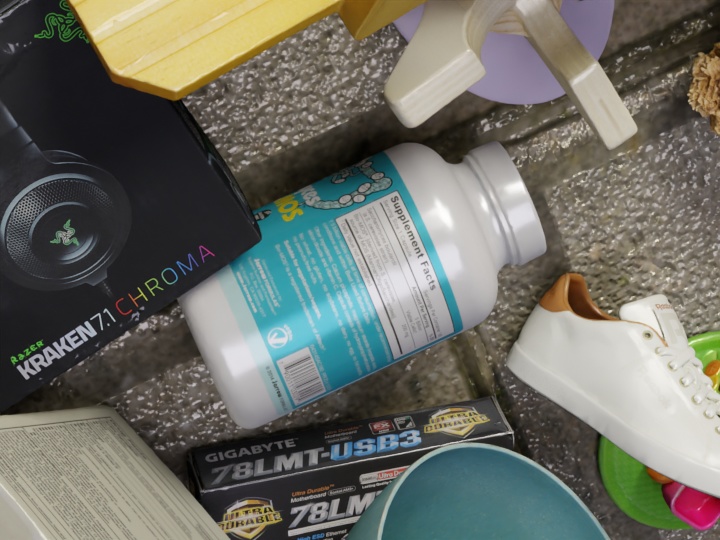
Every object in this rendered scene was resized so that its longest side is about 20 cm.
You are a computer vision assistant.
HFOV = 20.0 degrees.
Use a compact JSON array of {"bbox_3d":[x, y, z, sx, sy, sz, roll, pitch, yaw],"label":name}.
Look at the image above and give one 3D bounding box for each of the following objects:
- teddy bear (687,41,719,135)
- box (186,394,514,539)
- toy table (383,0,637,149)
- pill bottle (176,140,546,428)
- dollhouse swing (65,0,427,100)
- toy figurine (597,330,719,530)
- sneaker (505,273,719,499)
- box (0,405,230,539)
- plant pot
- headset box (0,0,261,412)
[{"bbox_3d":[0.266,-0.154,1.172,0.144,0.067,0.201,11,108,-34],"label":"teddy bear"},{"bbox_3d":[-0.002,0.186,1.273,0.198,0.050,0.200,-11,121,-11],"label":"box"},{"bbox_3d":[0.081,-0.154,1.071,0.184,0.117,0.200,-45,121,9],"label":"toy table"},{"bbox_3d":[0.000,0.000,1.133,0.199,0.111,0.111,-24,123,-4],"label":"pill bottle"},{"bbox_3d":[-0.054,-0.206,0.916,0.175,0.182,0.201,-26,80,-24],"label":"dollhouse swing"},{"bbox_3d":[0.264,0.128,1.249,0.150,0.184,0.200,34,103,-31],"label":"toy figurine"},{"bbox_3d":[0.178,0.066,1.189,0.073,0.199,0.085,5,113,-60],"label":"sneaker"},{"bbox_3d":[-0.171,0.156,1.095,0.109,0.128,0.200,-47,166,11],"label":"box"},{"bbox_3d":[0.050,0.220,1.186,0.199,0.201,0.135,24,139,-28],"label":"plant pot"},{"bbox_3d":[-0.178,-0.061,1.051,0.173,0.093,0.201,-32,122,0],"label":"headset box"}]
